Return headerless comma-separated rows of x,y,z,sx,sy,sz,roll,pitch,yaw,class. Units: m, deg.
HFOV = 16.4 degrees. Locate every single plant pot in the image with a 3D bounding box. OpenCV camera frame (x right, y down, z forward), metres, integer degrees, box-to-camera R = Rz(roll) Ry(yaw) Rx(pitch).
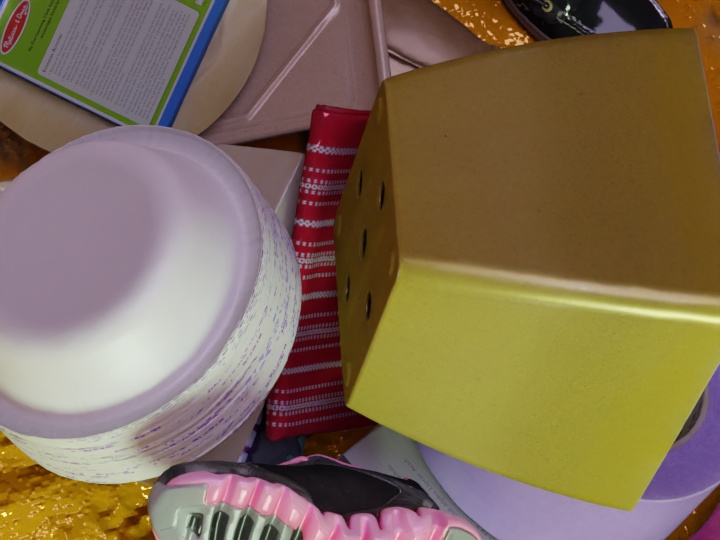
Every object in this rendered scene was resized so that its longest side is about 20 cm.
0.085,-0.006,1.378,0.175,0.201,0.201,5,53,-13,plant pot

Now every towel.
0.000,0.000,1.499,0.022,0.144,0.202,13,97,32,towel

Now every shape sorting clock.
-0.155,-0.166,1.523,0.198,0.039,0.202,-2,95,-18,shape sorting clock

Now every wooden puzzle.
-0.080,-0.167,1.584,0.198,0.037,0.187,-12,73,15,wooden puzzle

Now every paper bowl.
-0.141,0.009,1.400,0.199,0.104,0.202,-11,58,18,paper bowl

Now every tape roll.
0.133,0.074,1.521,0.199,0.085,0.201,15,50,-18,tape roll

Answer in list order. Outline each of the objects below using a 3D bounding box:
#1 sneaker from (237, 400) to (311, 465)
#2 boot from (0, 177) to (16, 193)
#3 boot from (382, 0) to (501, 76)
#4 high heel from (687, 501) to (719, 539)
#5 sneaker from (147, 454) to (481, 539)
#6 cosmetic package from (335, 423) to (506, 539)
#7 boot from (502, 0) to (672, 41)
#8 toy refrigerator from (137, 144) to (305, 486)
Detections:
-0.045,0.093,1.523,0.087,0.074,0.202,14,69,-11,sneaker
-0.157,0.018,1.523,0.198,0.073,0.157,-7,73,-11,boot
0.018,-0.101,1.607,0.199,0.066,0.176,29,66,2,boot
0.213,0.165,1.568,0.199,0.068,0.096,-19,54,-15,high heel
-0.033,0.134,1.380,0.199,0.079,0.096,15,25,-29,sneaker
-0.015,0.184,1.451,0.113,0.081,0.200,46,39,5,cosmetic package
0.134,-0.219,1.617,0.200,0.151,0.073,42,69,4,boot
-0.083,0.030,1.476,0.070,0.076,0.201,45,62,-43,toy refrigerator
